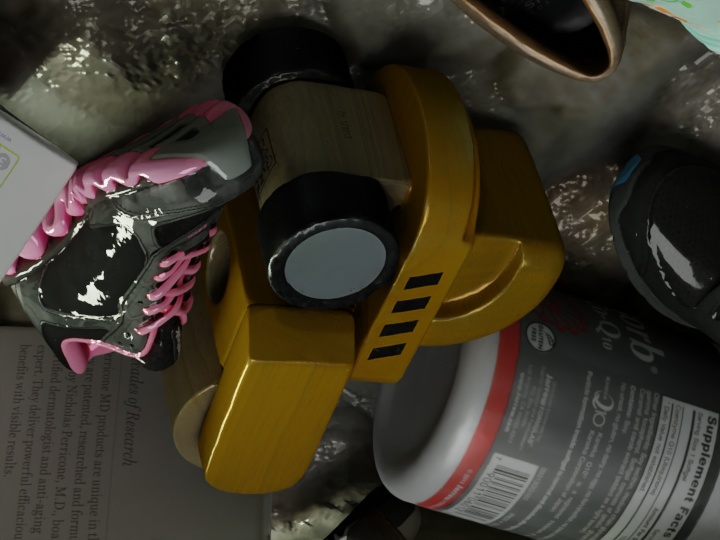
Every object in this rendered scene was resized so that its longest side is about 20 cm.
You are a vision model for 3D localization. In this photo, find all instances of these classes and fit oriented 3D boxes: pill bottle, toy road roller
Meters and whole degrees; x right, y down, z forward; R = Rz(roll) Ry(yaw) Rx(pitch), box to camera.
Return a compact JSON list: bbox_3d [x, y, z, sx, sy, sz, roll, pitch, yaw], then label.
[{"bbox_3d":[0.116,0.077,1.156,0.199,0.116,0.116,18,132,-19],"label":"pill bottle"},{"bbox_3d":[0.000,0.000,1.076,0.145,0.123,0.201,6,134,-23],"label":"toy road roller"}]

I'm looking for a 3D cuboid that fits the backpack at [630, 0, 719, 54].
[{"bbox_3d":[0.139,-0.176,0.849,0.150,0.201,0.178,26,128,-25],"label":"backpack"}]

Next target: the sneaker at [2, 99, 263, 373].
[{"bbox_3d":[-0.092,-0.007,1.040,0.200,0.079,0.096,-24,95,55],"label":"sneaker"}]

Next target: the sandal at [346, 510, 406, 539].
[{"bbox_3d":[0.009,0.212,1.188,0.054,0.082,0.201,-21,125,-22],"label":"sandal"}]

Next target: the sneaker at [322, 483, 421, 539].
[{"bbox_3d":[0.000,0.192,1.271,0.093,0.070,0.200,42,133,7],"label":"sneaker"}]

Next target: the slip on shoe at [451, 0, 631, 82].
[{"bbox_3d":[0.039,-0.147,0.971,0.076,0.061,0.200,-30,129,25],"label":"slip on shoe"}]

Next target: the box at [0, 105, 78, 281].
[{"bbox_3d":[-0.226,0.001,1.009,0.101,0.112,0.201,34,89,-30],"label":"box"}]

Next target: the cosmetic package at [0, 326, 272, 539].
[{"bbox_3d":[-0.143,0.141,1.174,0.198,0.166,0.166,2,135,-4],"label":"cosmetic package"}]

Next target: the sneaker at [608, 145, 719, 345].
[{"bbox_3d":[0.196,0.016,1.093,0.200,0.073,0.082,42,165,-15],"label":"sneaker"}]
